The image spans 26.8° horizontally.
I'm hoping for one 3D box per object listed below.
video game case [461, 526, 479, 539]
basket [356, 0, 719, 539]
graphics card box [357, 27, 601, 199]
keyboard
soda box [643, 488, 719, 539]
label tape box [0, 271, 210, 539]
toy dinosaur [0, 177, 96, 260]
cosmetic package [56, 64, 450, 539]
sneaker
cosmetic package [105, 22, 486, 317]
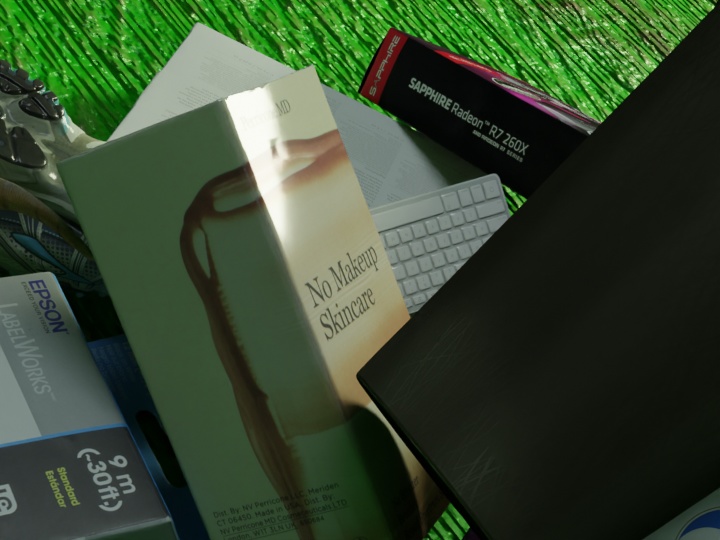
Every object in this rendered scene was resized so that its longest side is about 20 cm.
[{"bbox_3d":[0.169,0.112,0.730,0.181,0.036,0.200,33,67,11],"label":"video game case"},{"bbox_3d":[0.110,0.023,0.579,0.200,0.180,0.136,-39,41,-3],"label":"basket"},{"bbox_3d":[0.105,-0.073,0.871,0.125,0.051,0.200,15,17,-42],"label":"graphics card box"},{"bbox_3d":[0.000,0.000,0.750,0.200,0.011,0.056,-17,96,-33],"label":"keyboard"},{"bbox_3d":[0.139,0.111,0.647,0.064,0.068,0.200,-33,58,-2],"label":"soda box"},{"bbox_3d":[-0.146,0.073,0.648,0.200,0.066,0.143,-10,52,-33],"label":"label tape box"},{"bbox_3d":[-0.211,-0.033,0.666,0.060,0.199,0.107,-23,98,-78],"label":"toy dinosaur"},{"bbox_3d":[-0.036,0.024,0.648,0.200,0.087,0.103,68,26,-8],"label":"cosmetic package"},{"bbox_3d":[-0.138,-0.025,0.745,0.200,0.086,0.078,35,42,-12],"label":"sneaker"},{"bbox_3d":[-0.036,-0.042,0.837,0.200,0.052,0.151,27,39,0],"label":"cosmetic package"}]
